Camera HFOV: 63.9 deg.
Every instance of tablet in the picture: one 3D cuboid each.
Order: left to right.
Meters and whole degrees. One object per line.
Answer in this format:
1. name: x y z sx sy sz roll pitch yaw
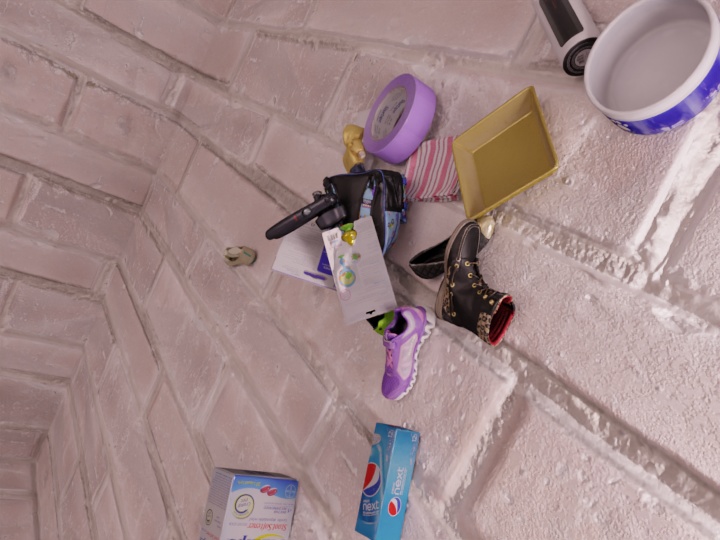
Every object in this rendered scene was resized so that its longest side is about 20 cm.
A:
1. tablet: 0.004 -0.331 1.531 0.129 0.014 0.204 12 84 53

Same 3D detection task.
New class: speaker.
1. speaker: 0.379 -0.454 1.061 0.081 0.080 0.203 -36 48 36

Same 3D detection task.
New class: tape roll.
1. tape roll: 0.089 -0.359 1.374 0.199 0.065 0.203 -36 43 42

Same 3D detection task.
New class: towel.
1. towel: 0.159 -0.225 1.275 0.198 0.030 0.149 6 78 53

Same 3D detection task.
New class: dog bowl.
1. dog bowl: 0.458 -0.320 0.901 0.199 0.078 0.204 -26 54 43

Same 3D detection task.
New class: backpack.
1. backpack: 0.017 -0.117 1.297 0.180 0.133 0.205 -1 95 39

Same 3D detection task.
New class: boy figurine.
1. boy figurine: -0.010 -0.275 1.455 0.125 0.063 0.204 116 151 -61

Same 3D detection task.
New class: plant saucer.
1. plant saucer: 0.277 -0.214 1.100 0.199 0.048 0.203 -31 50 36

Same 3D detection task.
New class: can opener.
1. can opener: -0.127 -0.114 1.265 0.197 0.063 0.080 -22 79 19

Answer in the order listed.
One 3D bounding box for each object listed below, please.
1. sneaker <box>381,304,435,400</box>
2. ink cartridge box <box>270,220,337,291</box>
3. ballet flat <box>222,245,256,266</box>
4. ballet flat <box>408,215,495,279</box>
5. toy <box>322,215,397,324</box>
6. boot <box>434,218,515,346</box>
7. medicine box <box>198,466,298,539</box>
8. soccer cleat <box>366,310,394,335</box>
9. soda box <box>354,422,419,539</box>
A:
1. sneaker: 0.075 0.158 1.159 0.080 0.088 0.204 20 91 51
2. ink cartridge box: -0.094 -0.027 1.326 0.202 0.195 0.044 -76 6 -48
3. ballet flat: -0.409 -0.053 1.882 0.198 0.069 0.071 -3 71 51
4. ballet flat: 0.181 -0.043 1.140 0.199 0.056 0.067 -37 47 30
5. toy: 0.000 0.000 1.219 0.113 0.047 0.204 -18 83 10
6. boot: 0.213 0.024 1.042 0.150 0.072 0.204 35 116 51
7. medicine box: -0.254 0.564 1.311 0.102 0.180 0.204 -7 69 49
8. soccer cleat: 0.024 0.069 1.268 0.068 0.080 0.201 -55 39 18
9. soda box: 0.051 0.399 1.096 0.064 0.067 0.204 -1 74 50
